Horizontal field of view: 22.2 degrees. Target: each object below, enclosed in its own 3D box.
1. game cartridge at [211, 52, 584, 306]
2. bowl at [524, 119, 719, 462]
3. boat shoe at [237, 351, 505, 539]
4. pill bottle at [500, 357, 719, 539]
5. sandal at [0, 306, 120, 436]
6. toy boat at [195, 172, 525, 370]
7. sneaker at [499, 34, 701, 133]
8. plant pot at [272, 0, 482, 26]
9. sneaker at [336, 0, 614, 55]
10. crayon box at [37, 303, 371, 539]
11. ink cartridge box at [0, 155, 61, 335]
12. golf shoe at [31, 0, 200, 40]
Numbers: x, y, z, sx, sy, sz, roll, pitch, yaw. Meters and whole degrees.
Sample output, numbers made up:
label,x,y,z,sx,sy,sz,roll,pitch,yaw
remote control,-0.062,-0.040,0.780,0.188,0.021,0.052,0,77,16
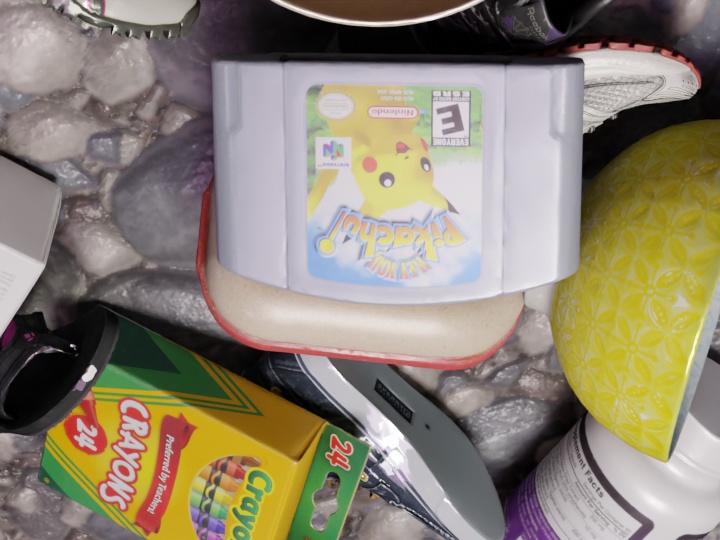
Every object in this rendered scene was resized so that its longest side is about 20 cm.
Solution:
label,x,y,z,sx,sy,sz,roll,pitch,yaw
game cartridge,0.019,-0.048,0.982,0.198,0.041,0.135,1,109,6
bowl,0.156,-0.001,1.056,0.107,0.201,0.201,17,130,13
boat shoe,0.004,0.119,1.201,0.091,0.071,0.200,-34,107,29
pill bottle,0.173,0.148,1.207,0.111,0.112,0.200,25,124,-20
sandal,-0.211,0.062,1.108,0.048,0.076,0.200,33,150,-27
toy boat,0.000,0.000,1.098,0.198,0.132,0.131,7,159,-6
sneaker,0.092,-0.082,1.025,0.198,0.078,0.083,-14,99,6
plant pot,0.007,-0.239,0.880,0.198,0.135,0.202,-1,129,-2
sneaker,0.073,-0.150,0.982,0.199,0.088,0.076,-27,125,19
crayon box,-0.102,0.121,1.168,0.199,0.051,0.128,25,127,10
ink cartridge box,-0.288,0.008,1.100,0.147,0.086,0.200,27,125,-19
golf shoe,-0.159,-0.192,0.954,0.199,0.077,0.088,29,115,-23
